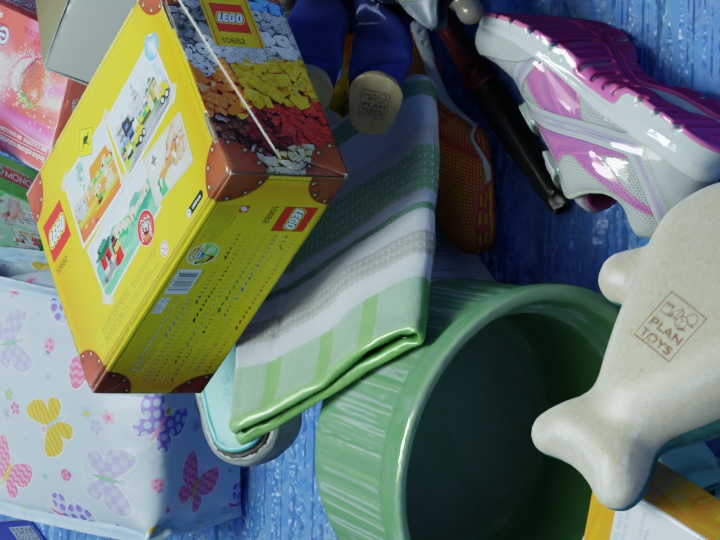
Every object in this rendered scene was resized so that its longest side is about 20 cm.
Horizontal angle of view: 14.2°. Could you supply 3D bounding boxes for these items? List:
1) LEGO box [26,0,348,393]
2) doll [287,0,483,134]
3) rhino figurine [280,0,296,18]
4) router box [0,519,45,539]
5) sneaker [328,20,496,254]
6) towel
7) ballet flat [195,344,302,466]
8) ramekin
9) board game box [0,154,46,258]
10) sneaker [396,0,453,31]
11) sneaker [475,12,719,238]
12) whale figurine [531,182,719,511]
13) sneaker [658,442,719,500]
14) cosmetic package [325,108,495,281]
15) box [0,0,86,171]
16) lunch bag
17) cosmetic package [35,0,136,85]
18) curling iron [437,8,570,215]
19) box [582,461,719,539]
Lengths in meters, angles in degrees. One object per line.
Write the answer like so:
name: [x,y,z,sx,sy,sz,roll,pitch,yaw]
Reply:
LEGO box: [-0.102,-0.048,1.623,0.200,0.077,0.149,-54,45,41]
doll: [0.005,-0.160,1.687,0.201,0.136,0.049,-82,-3,-46]
rhino figurine: [-0.063,-0.153,1.760,0.200,0.059,0.088,-97,-6,-58]
router box: [-0.235,0.307,2.019,0.200,0.049,0.180,48,121,34]
sneaker: [0.024,-0.086,1.737,0.073,0.077,0.200,102,146,-51]
towel: [-0.017,-0.010,1.638,0.149,0.031,0.201,-33,35,32]
ballet flat: [-0.083,0.020,1.747,0.067,0.064,0.201,-16,84,23]
ramekin: [0.070,0.099,1.621,0.098,0.199,0.201,16,101,51]
board game box: [-0.261,-0.033,1.946,0.134,0.200,0.029,-27,49,40]
sneaker: [0.098,-0.204,1.640,0.199,0.074,0.081,-30,75,6]
sneaker: [0.128,-0.083,1.640,0.200,0.081,0.089,42,121,42]
whale figurine: [0.186,0.047,1.530,0.200,0.104,0.159,-46,52,-7]
sneaker: [0.218,0.124,1.551,0.201,0.074,0.118,56,132,18]
cosmetic package: [0.000,0.000,1.764,0.200,0.085,0.108,53,127,30]
box: [-0.227,-0.138,1.980,0.200,0.102,0.095,26,107,40]
lunch bag: [-0.179,0.076,1.905,0.199,0.127,0.171,6,102,34]
cosmetic package: [-0.162,-0.200,1.871,0.200,0.071,0.106,-109,41,-63]
curling iron: [0.077,-0.120,1.729,0.050,0.025,0.201,-41,62,40]
box: [0.199,0.193,1.512,0.200,0.041,0.120,31,128,33]
